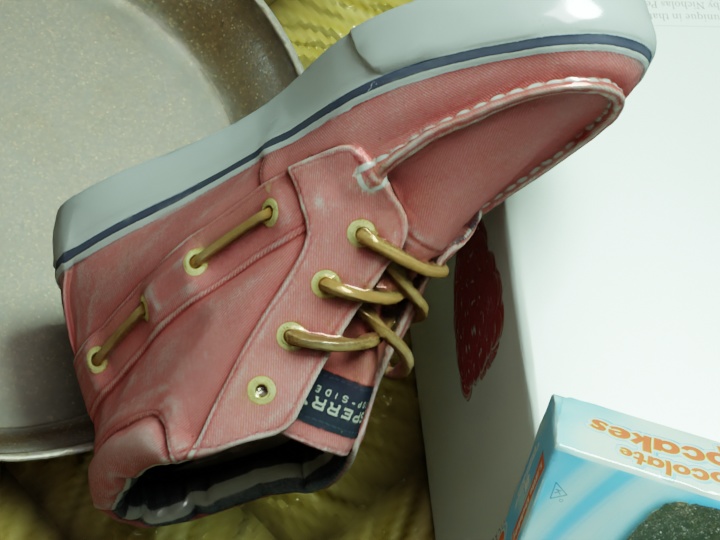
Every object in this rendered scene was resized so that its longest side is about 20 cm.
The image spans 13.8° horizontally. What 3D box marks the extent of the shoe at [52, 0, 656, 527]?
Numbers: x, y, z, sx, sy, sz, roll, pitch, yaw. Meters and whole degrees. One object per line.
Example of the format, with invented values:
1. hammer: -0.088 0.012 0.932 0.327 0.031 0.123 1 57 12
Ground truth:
1. shoe: 0.000 0.000 0.773 0.071 0.200 0.091 16 58 -46

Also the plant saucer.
1. plant saucer: -0.111 -0.031 0.877 0.200 0.032 0.200 5 63 -11

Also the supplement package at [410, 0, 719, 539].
1. supplement package: 0.083 0.009 0.850 0.120 0.121 0.200 0 63 -13

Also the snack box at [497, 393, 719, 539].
1. snack box: 0.071 0.140 0.750 0.116 0.200 0.037 17 20 -4
